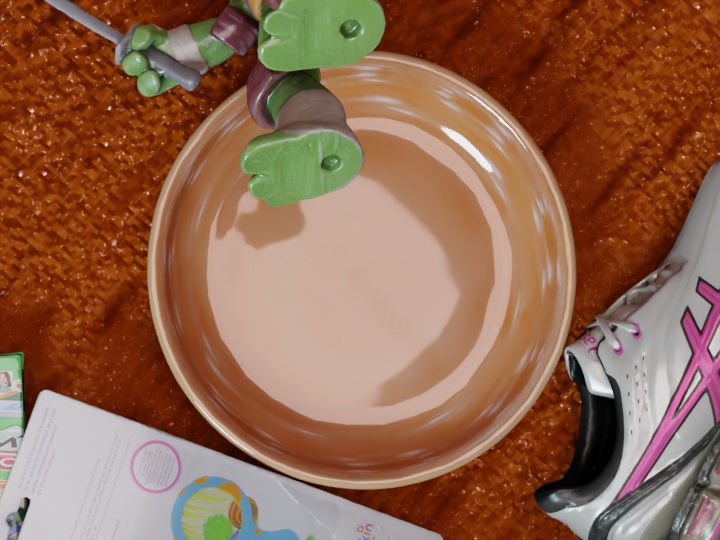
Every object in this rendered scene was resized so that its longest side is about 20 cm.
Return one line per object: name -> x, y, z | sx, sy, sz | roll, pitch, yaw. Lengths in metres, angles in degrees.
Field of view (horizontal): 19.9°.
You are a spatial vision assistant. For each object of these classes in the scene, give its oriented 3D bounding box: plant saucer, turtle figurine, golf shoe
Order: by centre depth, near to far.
turtle figurine -> -0.070, -0.126, 0.879 | 0.200, 0.194, 0.144 | 28, 114, -35
golf shoe -> 0.145, 0.035, 0.951 | 0.092, 0.073, 0.201 | 19, 83, -17
plant saucer -> 0.000, 0.000, 0.953 | 0.199, 0.037, 0.201 | 1, 87, -10

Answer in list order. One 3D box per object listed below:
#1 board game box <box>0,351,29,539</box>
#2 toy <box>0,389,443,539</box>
board game box -> -0.246, 0.108, 0.910 | 0.199, 0.029, 0.135 | -2, 86, -9
toy -> -0.073, 0.142, 0.929 | 0.199, 0.047, 0.116 | 21, 80, -12
